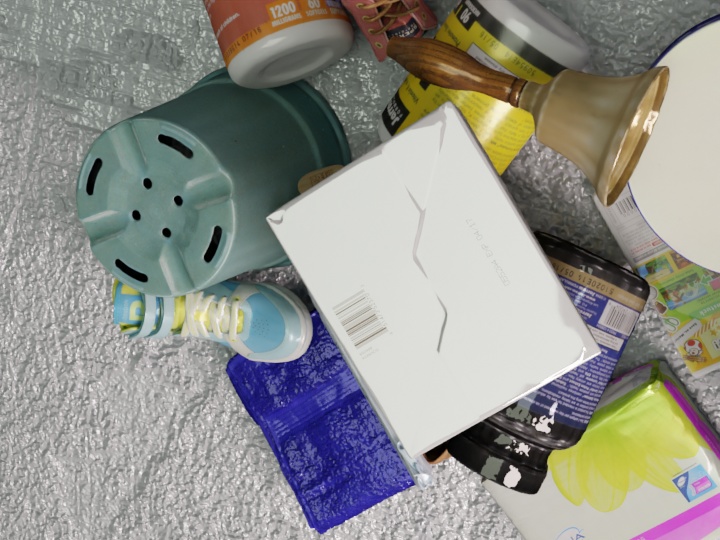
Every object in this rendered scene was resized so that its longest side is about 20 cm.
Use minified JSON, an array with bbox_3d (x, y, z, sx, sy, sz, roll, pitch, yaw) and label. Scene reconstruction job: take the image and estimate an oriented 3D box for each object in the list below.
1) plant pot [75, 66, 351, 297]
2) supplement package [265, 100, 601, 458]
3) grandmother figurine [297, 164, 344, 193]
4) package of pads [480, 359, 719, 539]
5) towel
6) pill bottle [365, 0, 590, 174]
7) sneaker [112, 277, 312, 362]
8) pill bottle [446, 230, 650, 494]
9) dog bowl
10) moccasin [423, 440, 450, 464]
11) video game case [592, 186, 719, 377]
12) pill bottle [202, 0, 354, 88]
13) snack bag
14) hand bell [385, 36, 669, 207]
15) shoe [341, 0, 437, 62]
[{"bbox_3d":[-0.132,-0.073,0.902,0.200,0.196,0.201,5,107,18],"label":"plant pot"},{"bbox_3d":[0.055,0.004,0.753,0.156,0.111,0.200,-31,90,10],"label":"supplement package"},{"bbox_3d":[0.000,0.000,0.913,0.060,0.121,0.200,-17,131,8],"label":"grandmother figurine"},{"bbox_3d":[0.226,0.188,0.913,0.200,0.068,0.155,-37,91,25],"label":"package of pads"},{"bbox_3d":[-0.038,0.145,0.995,0.148,0.050,0.200,-34,83,26],"label":"towel"},{"bbox_3d":[0.086,-0.130,0.847,0.114,0.114,0.200,39,114,6],"label":"pill bottle"},{"bbox_3d":[-0.151,0.043,0.950,0.200,0.130,0.080,14,101,37],"label":"sneaker"},{"bbox_3d":[0.151,0.078,0.856,0.112,0.112,0.200,25,94,12],"label":"pill bottle"},{"bbox_3d":[0.301,-0.097,0.772,0.200,0.079,0.201,6,107,19],"label":"dog bowl"},{"bbox_3d":[0.082,0.081,0.930,0.074,0.078,0.202,20,111,14],"label":"moccasin"},{"bbox_3d":[0.321,-0.030,0.839,0.200,0.023,0.182,-29,94,24],"label":"video game case"},{"bbox_3d":[-0.088,-0.266,0.866,0.112,0.112,0.200,-22,85,25],"label":"pill bottle"},{"bbox_3d":[0.011,0.097,0.860,0.021,0.200,0.189,-29,78,-4],"label":"snack bag"},{"bbox_3d":[0.109,-0.132,0.746,0.200,0.104,0.104,26,113,20],"label":"hand bell"},{"bbox_3d":[0.019,-0.220,0.805,0.071,0.200,0.091,-31,97,9],"label":"shoe"}]
